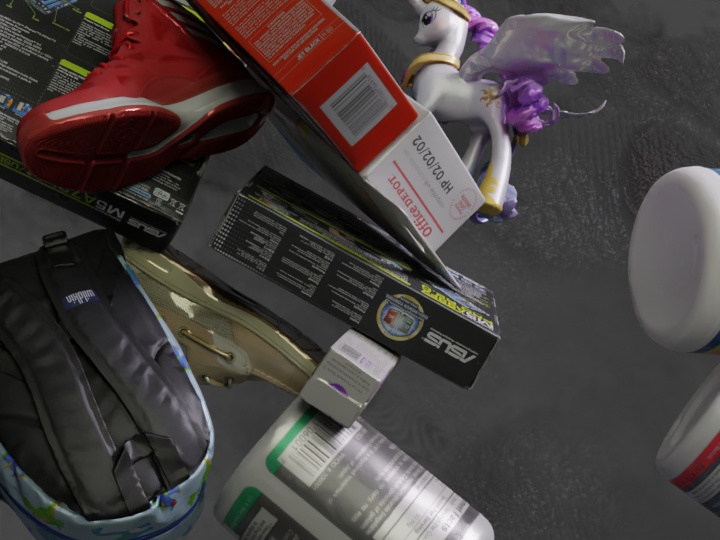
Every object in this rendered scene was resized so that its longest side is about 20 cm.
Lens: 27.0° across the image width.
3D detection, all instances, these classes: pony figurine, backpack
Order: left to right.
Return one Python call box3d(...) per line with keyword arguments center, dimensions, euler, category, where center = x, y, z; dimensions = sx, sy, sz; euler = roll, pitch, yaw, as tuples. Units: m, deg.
box3d(center=(-0.175, 0.092, 0.948), dimensions=(0.163, 0.154, 0.200), euler=(-25, 48, -33), category="backpack")
box3d(center=(0.099, -0.137, 1.201), dimensions=(0.193, 0.167, 0.200), euler=(17, 69, 4), category="pony figurine")

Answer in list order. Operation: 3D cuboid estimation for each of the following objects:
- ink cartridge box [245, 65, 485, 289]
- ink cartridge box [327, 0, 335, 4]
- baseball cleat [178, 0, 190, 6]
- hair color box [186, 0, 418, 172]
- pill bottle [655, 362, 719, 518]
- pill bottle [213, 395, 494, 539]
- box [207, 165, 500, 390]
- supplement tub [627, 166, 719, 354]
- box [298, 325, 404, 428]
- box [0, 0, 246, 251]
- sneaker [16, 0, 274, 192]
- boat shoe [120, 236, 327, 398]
box3d(center=(0.012, -0.084, 1.064), dimensions=(0.068, 0.115, 0.200), euler=(-45, 52, -4), category="ink cartridge box")
box3d(center=(-0.024, -0.305, 1.221), dimensions=(0.084, 0.200, 0.145), euler=(31, 52, -1), category="ink cartridge box")
box3d(center=(-0.147, -0.139, 1.141), dimensions=(0.106, 0.070, 0.200), euler=(15, 53, 1), category="baseball cleat")
box3d(center=(-0.055, -0.161, 1.004), dimensions=(0.061, 0.102, 0.200), euler=(-42, 52, 0), category="hair color box")
box3d(center=(0.328, 0.156, 1.093), dimensions=(0.200, 0.120, 0.120), euler=(36, 53, 6), category="pill bottle")
box3d(center=(0.013, 0.176, 0.965), dimensions=(0.200, 0.113, 0.113), euler=(39, 53, 7), category="pill bottle")
box3d(center=(0.000, 0.000, 1.054), dimensions=(0.200, 0.044, 0.160), euler=(29, 11, -3), category="box")
box3d(center=(0.329, -0.002, 1.183), dimensions=(0.200, 0.145, 0.145), euler=(4, 56, -17), category="supplement tub")
box3d(center=(0.003, 0.060, 1.011), dimensions=(0.041, 0.039, 0.200), euler=(35, 11, 3), category="box")
box3d(center=(-0.192, -0.133, 1.052), dimensions=(0.200, 0.048, 0.193), euler=(25, 48, -12), category="box")
box3d(center=(-0.162, -0.123, 0.994), dimensions=(0.200, 0.078, 0.116), euler=(-13, 58, -49), category="sneaker")
box3d(center=(-0.094, 0.049, 1.047), dimensions=(0.200, 0.072, 0.065), euler=(33, 93, 4), category="boat shoe")
